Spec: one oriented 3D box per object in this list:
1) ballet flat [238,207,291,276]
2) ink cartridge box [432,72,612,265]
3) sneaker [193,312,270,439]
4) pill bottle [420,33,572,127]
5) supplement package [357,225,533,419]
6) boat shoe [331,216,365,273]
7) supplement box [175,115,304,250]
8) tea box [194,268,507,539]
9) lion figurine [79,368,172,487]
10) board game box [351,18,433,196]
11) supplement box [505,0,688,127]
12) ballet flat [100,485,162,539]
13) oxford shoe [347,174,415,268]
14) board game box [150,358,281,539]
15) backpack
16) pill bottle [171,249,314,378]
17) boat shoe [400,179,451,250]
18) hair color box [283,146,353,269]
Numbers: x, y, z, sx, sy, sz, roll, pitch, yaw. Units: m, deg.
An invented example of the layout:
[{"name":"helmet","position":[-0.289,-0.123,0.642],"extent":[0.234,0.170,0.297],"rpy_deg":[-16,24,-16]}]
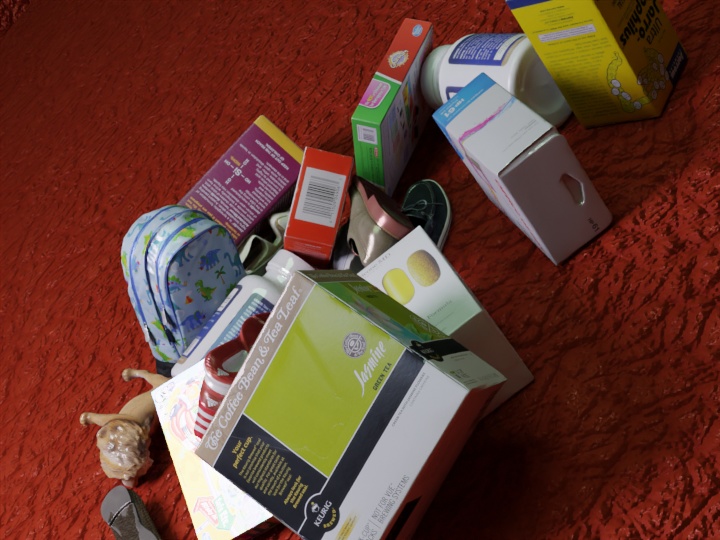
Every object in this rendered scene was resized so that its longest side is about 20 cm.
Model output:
[{"name":"ballet flat","position":[-0.114,-0.038,1.684],"extent":[0.200,0.064,0.067],"rpy_deg":[-48,32,-14]},{"name":"ink cartridge box","position":[0.178,-0.116,1.387],"extent":[0.084,0.145,0.200],"rpy_deg":[-39,30,1]},{"name":"sneaker","position":[-0.113,0.119,1.281],"extent":[0.078,0.200,0.116],"rpy_deg":[32,115,21]},{"name":"pill bottle","position":[0.170,-0.240,1.581],"extent":[0.120,0.120,0.199],"rpy_deg":[-50,33,-17]},{"name":"supplement package","position":[0.076,0.062,1.303],"extent":[0.113,0.110,0.200],"rpy_deg":[-38,31,3]},{"name":"boat shoe","position":[-0.001,-0.001,1.524],"extent":[0.072,0.070,0.202],"rpy_deg":[-44,25,36]},{"name":"supplement box","position":[-0.168,-0.096,1.732],"extent":[0.200,0.103,0.131],"rpy_deg":[-48,-2,-15]},{"name":"tea box","position":[-0.008,0.132,1.140],"extent":[0.196,0.133,0.201],"rpy_deg":[34,102,17]},{"name":"lion figurine","position":[-0.270,0.177,1.572],"extent":[0.122,0.073,0.201],"rpy_deg":[5,48,41]},{"name":"board game box","position":[0.047,-0.209,1.646],"extent":[0.040,0.154,0.201],"rpy_deg":[14,53,16]},{"name":"supplement box","position":[0.275,-0.279,1.437],"extent":[0.109,0.200,0.109],"rpy_deg":[-3,47,45]},{"name":"ballet flat","position":[-0.246,0.315,1.402],"extent":[0.067,0.046,0.200],"rpy_deg":[-44,35,0]},{"name":"oxford shoe","position":[0.006,-0.057,1.451],"extent":[0.075,0.070,0.200],"rpy_deg":[-55,15,10]},{"name":"board game box","position":[-0.139,0.189,1.355],"extent":[0.134,0.034,0.201],"rpy_deg":[-31,62,14]},{"name":"backpack","position":[-0.211,0.015,1.547],"extent":[0.162,0.201,0.153],"rpy_deg":[-30,16,-25]},{"name":"pill bottle","position":[-0.125,0.078,1.491],"extent":[0.201,0.111,0.111],"rpy_deg":[-53,33,-14]},{"name":"boat shoe","position":[0.063,-0.050,1.510],"extent":[0.074,0.062,0.201],"rpy_deg":[-22,34,30]},{"name":"hair color box","position":[-0.054,-0.069,1.524],"extent":[0.200,0.063,0.112],"rpy_deg":[106,176,-80]}]
